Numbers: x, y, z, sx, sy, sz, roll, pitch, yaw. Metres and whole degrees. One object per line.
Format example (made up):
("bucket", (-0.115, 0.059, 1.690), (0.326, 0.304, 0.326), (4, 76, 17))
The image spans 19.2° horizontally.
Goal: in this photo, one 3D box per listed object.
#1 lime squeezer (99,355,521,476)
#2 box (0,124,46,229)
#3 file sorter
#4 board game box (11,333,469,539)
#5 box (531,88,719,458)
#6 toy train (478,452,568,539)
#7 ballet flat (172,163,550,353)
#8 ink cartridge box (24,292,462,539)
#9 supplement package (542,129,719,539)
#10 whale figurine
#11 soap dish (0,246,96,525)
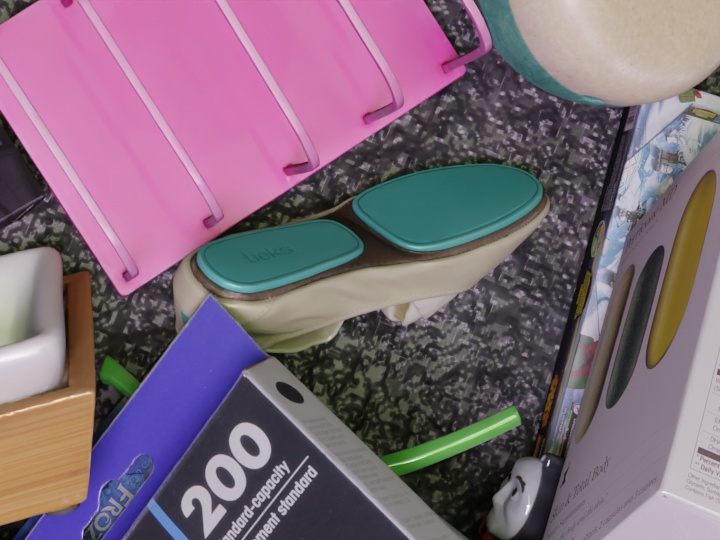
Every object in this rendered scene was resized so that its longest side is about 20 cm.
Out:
("lime squeezer", (-0.032, 0.082, 0.932), (0.199, 0.071, 0.038), (5, 130, 20))
("box", (-0.247, -0.083, 0.944), (0.143, 0.036, 0.200), (-37, 96, -44))
("file sorter", (-0.061, -0.101, 0.962), (0.200, 0.125, 0.139), (-33, 93, -7))
("board game box", (-0.065, 0.158, 0.951), (0.199, 0.043, 0.200), (36, 84, 24))
("box", (0.173, 0.021, 1.034), (0.136, 0.040, 0.201), (16, 87, -6))
("toy train", (0.138, 0.157, 0.992), (0.199, 0.085, 0.114), (23, 106, -9))
("ballet flat", (0.000, 0.000, 0.994), (0.199, 0.069, 0.070), (-14, 91, -29))
("ink cartridge box", (-0.065, 0.144, 0.882), (0.200, 0.043, 0.198), (43, 105, 25))
("supplement package", (0.184, 0.062, 0.904), (0.150, 0.152, 0.201), (23, 59, -6))
("whale figurine", (0.111, -0.173, 0.952), (0.159, 0.104, 0.201), (12, 83, -34))
("soap dish", (-0.208, 0.066, 0.924), (0.199, 0.157, 0.082), (-15, 109, -4))
